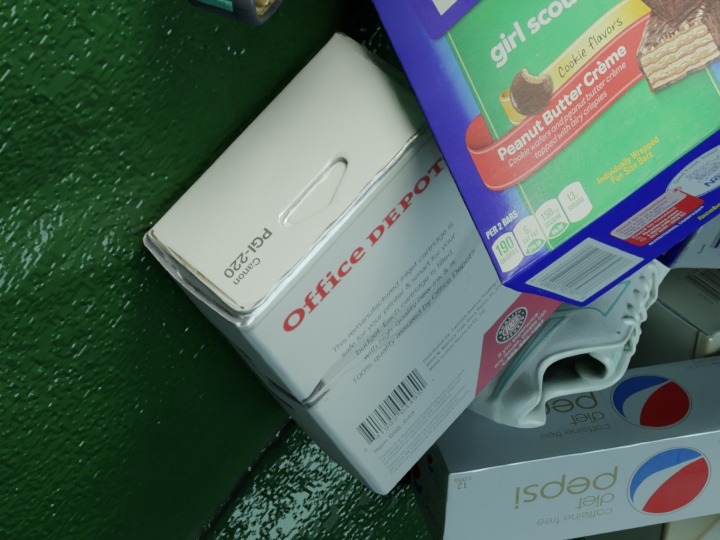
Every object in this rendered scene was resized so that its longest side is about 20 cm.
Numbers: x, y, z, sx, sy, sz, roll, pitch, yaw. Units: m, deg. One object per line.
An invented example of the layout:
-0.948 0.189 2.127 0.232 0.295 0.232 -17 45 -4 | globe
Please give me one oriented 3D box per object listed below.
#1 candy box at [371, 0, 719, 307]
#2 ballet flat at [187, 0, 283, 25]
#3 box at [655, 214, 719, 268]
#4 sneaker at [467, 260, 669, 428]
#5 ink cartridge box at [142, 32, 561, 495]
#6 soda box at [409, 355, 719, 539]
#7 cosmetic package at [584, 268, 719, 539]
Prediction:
0.107 -0.114 1.353 0.169 0.201 0.077 -37 150 24 | candy box
0.001 -0.180 1.333 0.200 0.073 0.073 -42 144 -14 | ballet flat
0.161 -0.092 1.477 0.183 0.200 0.105 2 120 -49 | box
0.131 0.024 1.655 0.200 0.080 0.071 -37 141 -23 | sneaker
0.000 0.000 1.478 0.146 0.085 0.200 -47 147 -7 | ink cartridge box
0.132 0.103 1.674 0.199 0.064 0.068 -9 130 -15 | soda box
0.202 0.084 1.796 0.103 0.073 0.201 -25 136 -34 | cosmetic package
